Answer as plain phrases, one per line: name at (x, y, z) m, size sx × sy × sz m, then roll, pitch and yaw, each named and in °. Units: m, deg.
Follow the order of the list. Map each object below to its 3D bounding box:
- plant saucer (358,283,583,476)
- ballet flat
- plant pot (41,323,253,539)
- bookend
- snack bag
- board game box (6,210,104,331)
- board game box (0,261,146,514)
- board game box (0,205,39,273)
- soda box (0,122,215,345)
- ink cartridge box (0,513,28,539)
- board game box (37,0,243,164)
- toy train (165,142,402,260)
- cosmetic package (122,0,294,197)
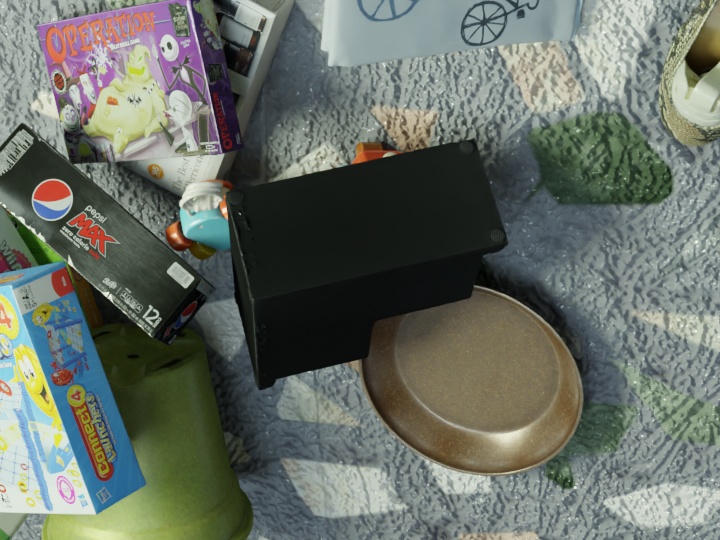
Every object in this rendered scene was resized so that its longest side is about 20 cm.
plant saucer at (0.097, 0.087, 1.221) m, size 0.198 × 0.037 × 0.202 m, roll 11°, pitch 126°, yaw 15°
ballet flat at (0.253, -0.158, 0.972) m, size 0.067 × 0.076 × 0.201 m, roll 24°, pitch 128°, yaw 4°
plant pot at (-0.202, 0.154, 1.305) m, size 0.198 × 0.200 × 0.187 m, roll 5°, pitch 112°, yaw 19°
bookend at (0.000, 0.000, 1.136) m, size 0.198 × 0.093 × 0.199 m, roll -13°, pitch 157°, yaw -8°
snack bag at (0.073, -0.232, 0.962) m, size 0.197 × 0.021 × 0.190 m, roll -9°, pitch 131°, yaw -16°
board game box at (-0.297, 0.031, 1.348) m, size 0.094 × 0.030 × 0.202 m, roll -1°, pitch 119°, yaw 24°
board game box at (-0.289, 0.104, 1.198) m, size 0.199 × 0.056 × 0.198 m, roll -9°, pitch 103°, yaw 46°
board game box at (-0.382, 0.019, 1.327) m, size 0.198 × 0.064 × 0.149 m, roll -13°, pitch 113°, yaw 39°
soda box at (-0.214, -0.029, 1.150) m, size 0.200 × 0.071 × 0.063 m, roll 41°, pitch 86°, yaw 8°
ink cartridge box at (-0.381, 0.192, 1.380) m, size 0.145 × 0.201 × 0.084 m, roll 41°, pitch 130°, yaw -8°
board game box at (-0.178, -0.148, 1.125) m, size 0.199 × 0.032 × 0.122 m, roll 0°, pitch 103°, yaw 44°
toy train at (-0.060, -0.065, 1.142) m, size 0.198 × 0.056 × 0.150 m, roll -5°, pitch 154°, yaw -22°
cosmetic package at (-0.125, -0.151, 1.143) m, size 0.082 × 0.051 × 0.201 m, roll 29°, pitch 128°, yaw 4°
